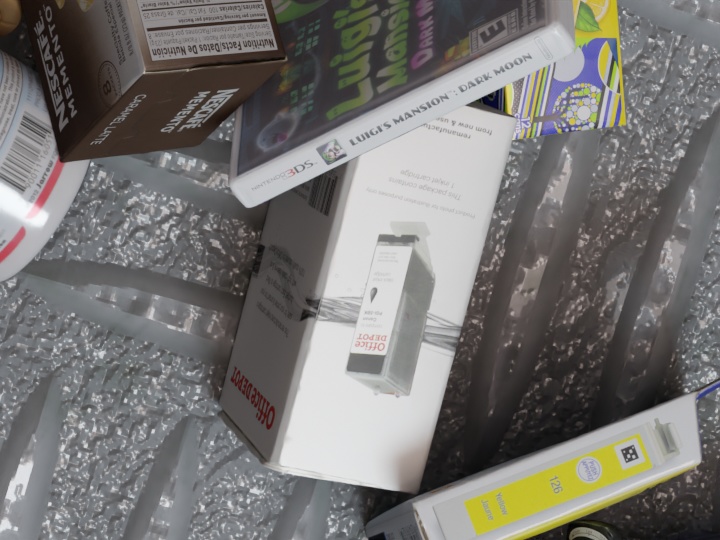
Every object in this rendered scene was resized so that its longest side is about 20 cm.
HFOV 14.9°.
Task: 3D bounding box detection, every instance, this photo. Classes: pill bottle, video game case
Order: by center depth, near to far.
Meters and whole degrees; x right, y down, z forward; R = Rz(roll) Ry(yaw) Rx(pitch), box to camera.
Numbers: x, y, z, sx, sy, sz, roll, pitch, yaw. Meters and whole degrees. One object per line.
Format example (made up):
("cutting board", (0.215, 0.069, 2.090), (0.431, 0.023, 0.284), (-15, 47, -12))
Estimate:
("video game case", (0.020, -0.133, 1.349), (0.181, 0.201, 0.023), (-25, 125, 21))
("pill bottle", (-0.239, -0.084, 1.354), (0.200, 0.109, 0.109), (32, 90, -26))

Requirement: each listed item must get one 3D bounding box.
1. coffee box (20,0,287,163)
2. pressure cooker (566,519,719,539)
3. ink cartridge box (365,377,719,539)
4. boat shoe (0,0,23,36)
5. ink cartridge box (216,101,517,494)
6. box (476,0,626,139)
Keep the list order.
("coffee box", (-0.116, -0.168, 1.339), (0.079, 0.114, 0.201), (-7, 75, -29))
("pressure cooker", (0.155, 0.230, 1.458), (0.199, 0.176, 0.179), (-7, 142, -33))
("ink cartridge box", (0.110, 0.110, 1.438), (0.199, 0.198, 0.047), (-18, 83, -9))
("boat shoe", (-0.258, -0.182, 1.380), (0.199, 0.072, 0.072), (17, 64, -7))
("ink cartridge box", (0.000, 0.000, 1.421), (0.082, 0.147, 0.201), (13, 96, -16))
("box", (0.094, -0.175, 1.459), (0.070, 0.064, 0.201), (-8, 100, -12))
